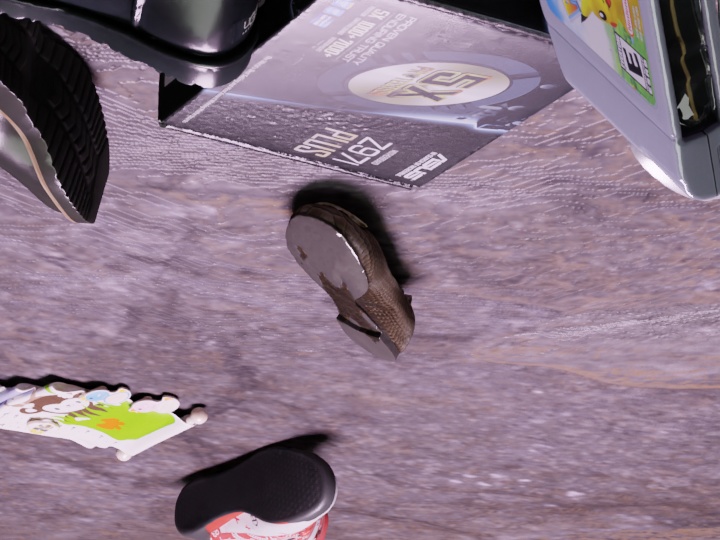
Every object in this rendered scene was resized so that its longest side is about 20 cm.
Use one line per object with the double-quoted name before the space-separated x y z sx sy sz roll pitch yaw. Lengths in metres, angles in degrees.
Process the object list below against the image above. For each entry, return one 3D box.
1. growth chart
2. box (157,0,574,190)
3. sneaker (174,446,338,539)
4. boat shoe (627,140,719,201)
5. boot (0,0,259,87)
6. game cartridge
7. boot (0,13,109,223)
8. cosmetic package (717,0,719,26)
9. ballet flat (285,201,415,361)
"growth chart" -0.233 0.114 2.071 0.199 0.018 0.145 11 156 -26
"box" 0.011 -0.128 1.352 0.163 0.086 0.200 13 155 -29
"sneaker" -0.056 0.196 2.203 0.108 0.068 0.201 17 157 -37
"boat shoe" 0.242 -0.074 1.500 0.199 0.072 0.066 14 151 -31
"boot" -0.124 -0.188 1.229 0.199 0.077 0.168 24 139 8
"game cartridge" 0.115 -0.141 1.194 0.040 0.133 0.201 -23 129 -9
"boot" -0.233 -0.095 1.482 0.138 0.078 0.200 -2 145 18
"cosmetic package" 0.253 -0.182 1.152 0.199 0.123 0.199 -1 158 8
"ballet flat" 0.000 0.000 1.743 0.067 0.046 0.200 26 163 26
